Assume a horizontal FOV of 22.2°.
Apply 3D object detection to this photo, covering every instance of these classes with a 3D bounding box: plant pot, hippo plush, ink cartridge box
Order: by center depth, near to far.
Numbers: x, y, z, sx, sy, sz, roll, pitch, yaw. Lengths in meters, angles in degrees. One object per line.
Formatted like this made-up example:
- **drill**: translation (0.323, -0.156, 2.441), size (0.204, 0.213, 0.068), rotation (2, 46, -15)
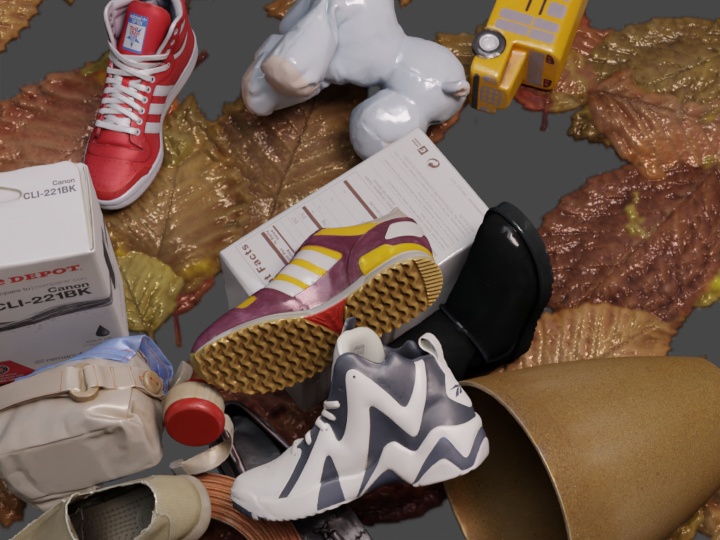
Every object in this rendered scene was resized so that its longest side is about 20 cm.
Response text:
- **plant pot**: translation (0.188, 0.139, 1.393), size (0.200, 0.186, 0.186), rotation (-20, 62, -24)
- **ink cartridge box**: translation (-0.268, 0.008, 1.448), size (0.144, 0.200, 0.084), rotation (-10, 62, -3)
- **hippo plush**: translation (0.010, -0.179, 1.597), size (0.161, 0.159, 0.200), rotation (40, 83, -12)

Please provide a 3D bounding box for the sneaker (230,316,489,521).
- **sneaker**: translation (-0.016, 0.103, 1.348), size (0.199, 0.079, 0.130), rotation (-15, 95, 23)

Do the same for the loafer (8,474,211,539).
- **loafer**: translation (-0.212, 0.203, 1.386), size (0.200, 0.068, 0.076), rotation (-29, 60, 10)

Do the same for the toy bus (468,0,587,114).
- **toy bus**: translation (0.157, -0.231, 1.641), size (0.078, 0.065, 0.200), rotation (17, 63, 9)

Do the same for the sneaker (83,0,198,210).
- **sneaker**: translation (-0.197, -0.158, 1.584), size (0.071, 0.113, 0.200), rotation (13, 63, 9)

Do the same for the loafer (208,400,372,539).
- **loafer**: translation (-0.053, 0.182, 1.426), size (0.072, 0.063, 0.200), rotation (-36, 67, -16)

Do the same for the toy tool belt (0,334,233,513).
- **toy tool belt**: translation (-0.195, 0.100, 1.437), size (0.200, 0.125, 0.123), rotation (-18, 37, 16)

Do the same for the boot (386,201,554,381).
- **boot**: translation (0.062, 0.050, 1.424), size (0.162, 0.198, 0.073), rotation (-31, 62, -21)

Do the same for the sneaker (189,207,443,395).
- **sneaker**: translation (-0.039, 0.022, 1.385), size (0.200, 0.075, 0.090), rotation (-23, 40, -1)

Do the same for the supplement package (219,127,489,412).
- **supplement package**: translation (0.000, 0.000, 1.492), size (0.200, 0.117, 0.117), rotation (-33, 68, -14)

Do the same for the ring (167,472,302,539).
- **ring**: translation (-0.130, 0.253, 1.396), size (0.200, 0.019, 0.201), rotation (-5, 68, 13)
